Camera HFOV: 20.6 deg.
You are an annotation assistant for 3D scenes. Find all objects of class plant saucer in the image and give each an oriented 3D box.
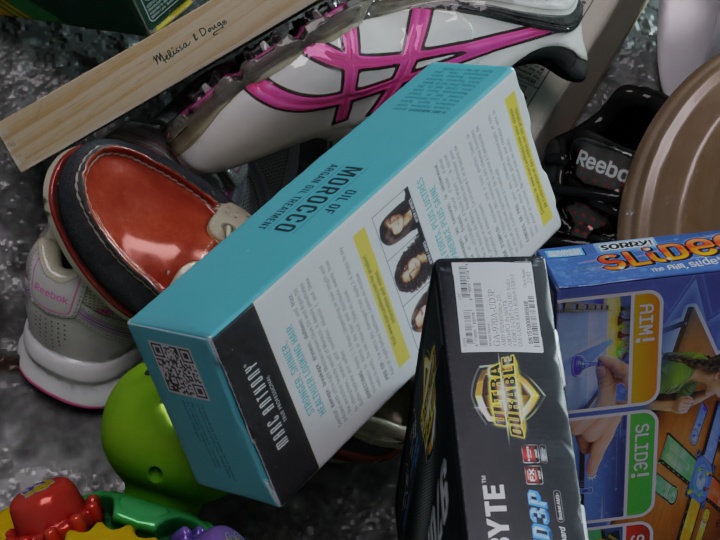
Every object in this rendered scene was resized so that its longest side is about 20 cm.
[{"bbox_3d":[0.209,-0.009,0.900,0.199,0.029,0.202,0,90,-21],"label":"plant saucer"}]

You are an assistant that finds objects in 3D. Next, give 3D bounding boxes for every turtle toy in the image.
[{"bbox_3d":[-0.096,0.129,0.813,0.145,0.101,0.201,15,57,6],"label":"turtle toy"}]

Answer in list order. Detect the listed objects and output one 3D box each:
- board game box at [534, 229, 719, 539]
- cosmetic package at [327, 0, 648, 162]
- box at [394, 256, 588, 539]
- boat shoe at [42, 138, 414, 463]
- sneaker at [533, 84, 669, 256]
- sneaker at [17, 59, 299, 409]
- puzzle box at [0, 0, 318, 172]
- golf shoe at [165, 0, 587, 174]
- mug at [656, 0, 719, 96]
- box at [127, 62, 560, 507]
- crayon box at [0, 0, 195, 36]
[{"bbox_3d":[0.138,0.080,0.806,0.134,0.201,0.035,-6,28,-8],"label":"board game box"},{"bbox_3d":[0.073,-0.120,1.007,0.103,0.073,0.200,26,59,13],"label":"cosmetic package"},{"bbox_3d":[0.047,0.114,0.773,0.046,0.200,0.160,-1,57,-5],"label":"box"},{"bbox_3d":[-0.049,0.012,0.859,0.200,0.062,0.071,43,65,-17],"label":"boat shoe"},{"bbox_3d":[0.100,-0.008,0.917,0.071,0.098,0.201,23,58,17],"label":"sneaker"},{"bbox_3d":[-0.089,-0.033,0.929,0.081,0.088,0.201,24,58,12],"label":"sneaker"},{"bbox_3d":[-0.074,-0.106,0.917,0.199,0.133,0.026,-31,96,-5],"label":"puzzle box"},{"bbox_3d":[0.011,-0.084,0.891,0.199,0.073,0.093,-27,97,-5],"label":"golf shoe"},{"bbox_3d":[0.248,-0.117,0.987,0.174,0.148,0.201,8,81,-4],"label":"mug"},{"bbox_3d":[0.000,0.000,0.810,0.049,0.083,0.200,9,40,42],"label":"box"},{"bbox_3d":[-0.106,-0.206,1.019,0.172,0.058,0.200,15,50,42],"label":"crayon box"}]
